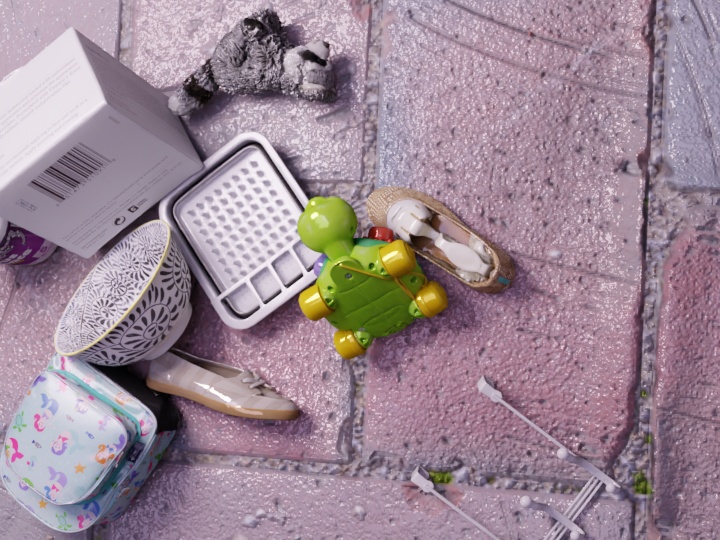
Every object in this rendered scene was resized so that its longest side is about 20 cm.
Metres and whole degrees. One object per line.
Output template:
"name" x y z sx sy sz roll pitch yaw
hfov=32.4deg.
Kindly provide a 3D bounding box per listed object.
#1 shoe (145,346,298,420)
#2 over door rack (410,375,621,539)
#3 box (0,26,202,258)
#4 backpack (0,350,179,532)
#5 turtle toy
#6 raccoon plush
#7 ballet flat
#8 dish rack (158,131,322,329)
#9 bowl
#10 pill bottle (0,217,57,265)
"shoe" -0.166 0.136 1.487 0.199 0.070 0.054 14 95 16
"over door rack" 0.168 0.238 1.389 0.200 0.067 0.148 38 98 14
"box" -0.333 -0.145 1.465 0.199 0.200 0.131 -36 60 13
"backpack" -0.341 0.214 1.502 0.177 0.151 0.200 35 102 13
"turtle toy" 0.000 0.000 1.405 0.145 0.200 0.101 -28 38 14
"raccoon plush" -0.119 -0.218 1.493 0.200 0.097 0.134 -41 88 32
"ballet flat" 0.088 -0.041 1.422 0.200 0.065 0.071 29 96 15
"dish rack" -0.132 -0.048 1.499 0.171 0.044 0.200 -37 79 13
"bowl" -0.266 0.046 1.488 0.201 0.201 0.094 -42 118 11
"pill bottle" -0.458 -0.064 1.511 0.112 0.200 0.113 -1 88 18
